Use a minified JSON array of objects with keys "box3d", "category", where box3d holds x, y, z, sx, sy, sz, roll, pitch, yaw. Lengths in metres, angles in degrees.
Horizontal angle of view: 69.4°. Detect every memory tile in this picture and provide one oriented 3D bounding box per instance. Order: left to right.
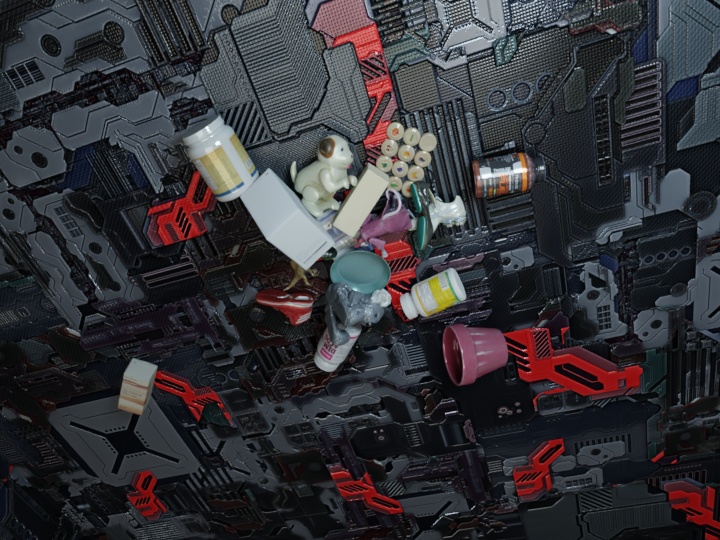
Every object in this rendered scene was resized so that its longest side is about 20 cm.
[{"box3d":[0.122,-0.315,1.500,0.150,0.017,0.203,16,122,-8],"category":"memory tile"}]

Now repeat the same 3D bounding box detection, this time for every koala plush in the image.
[{"box3d":[-0.004,0.123,1.689,0.196,0.186,0.178,-1,142,-29],"category":"koala plush"}]

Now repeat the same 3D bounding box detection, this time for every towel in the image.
[{"box3d":[-0.066,-0.106,1.640,0.145,0.024,0.201,-29,117,21],"category":"towel"}]

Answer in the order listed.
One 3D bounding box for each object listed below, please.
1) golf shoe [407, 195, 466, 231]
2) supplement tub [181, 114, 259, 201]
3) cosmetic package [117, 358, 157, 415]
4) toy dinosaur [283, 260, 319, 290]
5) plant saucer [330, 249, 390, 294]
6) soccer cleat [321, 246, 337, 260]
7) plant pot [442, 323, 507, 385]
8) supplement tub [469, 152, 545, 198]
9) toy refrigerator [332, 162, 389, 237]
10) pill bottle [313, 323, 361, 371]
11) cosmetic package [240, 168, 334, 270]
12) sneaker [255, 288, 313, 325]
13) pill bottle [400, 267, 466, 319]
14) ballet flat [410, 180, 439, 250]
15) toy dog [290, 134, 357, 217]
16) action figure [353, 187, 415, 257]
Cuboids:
[{"box3d":[0.218,-0.173,1.568,0.196,0.078,0.099,-9,97,10],"category":"golf shoe"},{"box3d":[-0.390,-0.312,1.453,0.142,0.146,0.202,-21,119,16],"category":"supplement tub"},{"box3d":[-0.858,0.449,2.000,0.102,0.088,0.202,19,122,-8],"category":"cosmetic package"},{"box3d":[-0.190,0.003,1.710,0.100,0.058,0.202,28,134,5],"category":"toy dinosaur"},{"box3d":[0.000,0.000,1.681,0.195,0.036,0.202,1,135,1],"category":"plant saucer"},{"box3d":[-0.161,-0.095,1.610,0.197,0.068,0.082,23,128,5],"category":"soccer cleat"},{"box3d":[0.394,0.276,1.774,0.175,0.201,0.203,-8,124,-10],"category":"plant pot"},{"box3d":[0.412,-0.270,1.460,0.196,0.108,0.109,-8,122,9],"category":"supplement tub"},{"box3d":[0.000,-0.206,1.525,0.075,0.070,0.201,28,116,-13],"category":"toy refrigerator"},{"box3d":[-0.084,0.251,1.815,0.112,0.114,0.202,22,121,-11],"category":"pill bottle"},{"box3d":[-0.204,-0.141,1.455,0.123,0.200,0.200,-40,144,4],"category":"cosmetic package"},{"box3d":[-0.261,0.136,1.774,0.195,0.079,0.117,8,122,-1],"category":"sneaker"},{"box3d":[0.233,0.082,1.691,0.197,0.114,0.114,-26,118,18],"category":"pill bottle"},{"box3d":[0.193,-0.162,1.505,0.067,0.068,0.205,-7,90,-13],"category":"ballet flat"},{"box3d":[-0.093,-0.286,1.477,0.194,0.139,0.201,46,123,17],"category":"toy dog"},{"box3d":[0.060,-0.126,1.526,0.198,0.149,0.135,-34,76,8],"category":"action figure"}]
